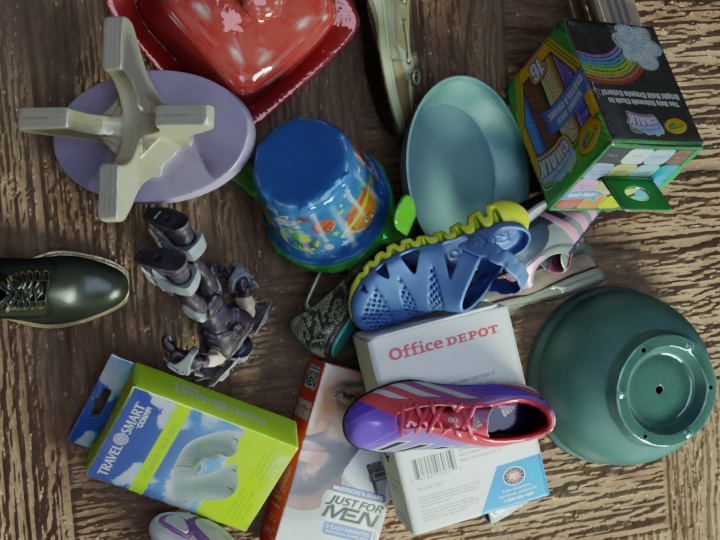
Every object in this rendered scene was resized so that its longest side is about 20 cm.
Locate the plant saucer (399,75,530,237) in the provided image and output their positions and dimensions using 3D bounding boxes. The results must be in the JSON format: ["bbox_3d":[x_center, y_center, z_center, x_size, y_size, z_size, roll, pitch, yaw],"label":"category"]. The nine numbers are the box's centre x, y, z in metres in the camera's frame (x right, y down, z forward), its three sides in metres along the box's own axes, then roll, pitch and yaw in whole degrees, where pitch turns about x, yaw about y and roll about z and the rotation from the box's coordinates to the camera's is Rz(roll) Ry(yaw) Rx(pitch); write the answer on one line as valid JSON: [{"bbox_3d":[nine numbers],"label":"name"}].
[{"bbox_3d":[0.102,-0.100,1.427,0.200,0.036,0.200,4,84,-46],"label":"plant saucer"}]

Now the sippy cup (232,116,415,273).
[{"bbox_3d":[-0.043,-0.081,1.341,0.178,0.130,0.140,-16,68,7],"label":"sippy cup"}]

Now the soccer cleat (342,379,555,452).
[{"bbox_3d":[0.084,0.138,1.294,0.200,0.073,0.068,-2,93,-11],"label":"soccer cleat"}]

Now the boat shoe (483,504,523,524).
[{"bbox_3d":[0.105,0.184,1.467,0.069,0.072,0.200,-39,112,-12],"label":"boat shoe"}]

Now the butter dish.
[{"bbox_3d":[-0.109,-0.255,1.328,0.199,0.148,0.200,-43,104,-10],"label":"butter dish"}]

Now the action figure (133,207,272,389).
[{"bbox_3d":[-0.153,0.030,1.349,0.130,0.069,0.200,-67,148,-34],"label":"action figure"}]

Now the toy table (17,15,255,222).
[{"bbox_3d":[-0.210,-0.130,1.273,0.200,0.117,0.184,-12,82,13],"label":"toy table"}]

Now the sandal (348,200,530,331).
[{"bbox_3d":[0.082,0.007,1.334,0.200,0.087,0.079,-27,140,5],"label":"sandal"}]

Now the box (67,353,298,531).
[{"bbox_3d":[-0.176,0.171,1.361,0.200,0.048,0.122,23,116,-18],"label":"box"}]

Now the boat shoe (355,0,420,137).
[{"bbox_3d":[0.037,-0.239,1.416,0.063,0.073,0.201,-11,89,-12],"label":"boat shoe"}]

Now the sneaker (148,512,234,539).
[{"bbox_3d":[-0.143,0.317,1.378,0.100,0.075,0.200,-45,117,7],"label":"sneaker"}]

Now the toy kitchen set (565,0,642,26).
[{"bbox_3d":[0.180,-0.303,1.407,0.200,0.163,0.181,-22,99,-15],"label":"toy kitchen set"}]

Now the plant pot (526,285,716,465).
[{"bbox_3d":[0.297,0.121,1.484,0.200,0.134,0.200,-1,94,-17],"label":"plant pot"}]

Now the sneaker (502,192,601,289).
[{"bbox_3d":[0.210,-0.043,1.460,0.200,0.070,0.082,-25,98,-36],"label":"sneaker"}]

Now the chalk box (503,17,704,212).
[{"bbox_3d":[0.252,-0.138,1.407,0.125,0.124,0.200,0,61,-28],"label":"chalk box"}]

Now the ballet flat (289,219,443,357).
[{"bbox_3d":[0.000,0.000,1.418,0.075,0.068,0.200,36,69,16],"label":"ballet flat"}]

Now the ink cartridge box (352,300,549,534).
[{"bbox_3d":[0.089,0.142,1.376,0.146,0.084,0.200,-14,95,-10],"label":"ink cartridge box"}]

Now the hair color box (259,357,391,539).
[{"bbox_3d":[-0.022,0.201,1.426,0.111,0.064,0.200,16,87,-17],"label":"hair color box"}]

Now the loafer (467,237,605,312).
[{"bbox_3d":[0.165,0.011,1.478,0.200,0.072,0.063,-15,80,-22],"label":"loafer"}]

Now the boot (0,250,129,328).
[{"bbox_3d":[-0.308,0.022,1.287,0.200,0.138,0.078,-3,94,-18],"label":"boot"}]
